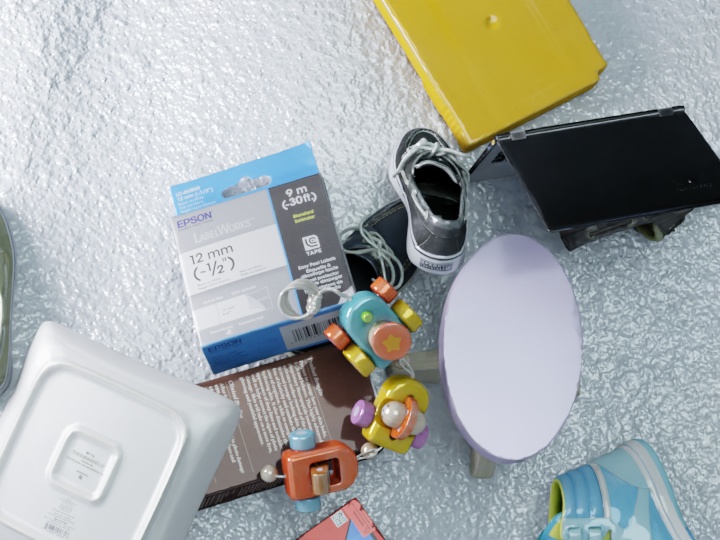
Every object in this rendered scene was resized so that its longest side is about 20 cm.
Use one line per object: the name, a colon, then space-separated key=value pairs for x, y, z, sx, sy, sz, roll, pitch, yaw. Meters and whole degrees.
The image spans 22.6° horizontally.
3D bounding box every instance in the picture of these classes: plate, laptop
plate: x=-0.228 y=0.166 z=1.518 sx=0.199 sy=0.032 sz=0.201 roll=23 pitch=84 yaw=13
laptop: x=0.216 y=-0.076 z=1.646 sx=0.186 sy=0.200 sz=0.117 roll=-9 pitch=77 yaw=-14

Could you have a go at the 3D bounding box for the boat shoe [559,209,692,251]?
boat shoe: x=0.276 y=-0.060 z=1.725 sx=0.200 sy=0.072 sz=0.066 roll=-10 pitch=90 yaw=-17

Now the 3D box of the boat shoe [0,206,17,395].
boat shoe: x=-0.332 y=0.013 z=1.578 sx=0.072 sy=0.062 sz=0.201 roll=-7 pitch=73 yaw=-13

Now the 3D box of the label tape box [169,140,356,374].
label tape box: x=-0.090 y=-0.024 z=1.601 sx=0.143 sy=0.066 sz=0.201 roll=-17 pitch=64 yaw=0

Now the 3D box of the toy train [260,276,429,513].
toy train: x=-0.008 y=0.107 z=1.516 sx=0.149 sy=0.056 sz=0.201 roll=-5 pitch=104 yaw=-18

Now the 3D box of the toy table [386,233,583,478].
toy table: x=0.124 y=0.081 z=1.620 sx=0.183 sy=0.117 sz=0.201 roll=17 pitch=71 yaw=-6

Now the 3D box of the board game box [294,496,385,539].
board game box: x=0.012 y=0.310 z=1.577 sx=0.103 sy=0.019 sz=0.200 roll=-33 pitch=82 yaw=-18

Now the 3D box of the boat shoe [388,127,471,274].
boat shoe: x=0.065 y=-0.083 z=1.640 sx=0.073 sy=0.068 sz=0.200 roll=7 pitch=37 yaw=-3

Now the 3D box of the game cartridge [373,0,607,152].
game cartridge: x=0.125 y=-0.237 z=1.770 sx=0.176 sy=0.032 sz=0.201 roll=-27 pitch=82 yaw=-18

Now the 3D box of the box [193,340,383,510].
box: x=-0.084 y=0.138 z=1.584 sx=0.199 sy=0.075 sz=0.101 roll=-15 pitch=76 yaw=-14

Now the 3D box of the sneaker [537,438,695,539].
sneaker: x=0.232 y=0.260 z=1.607 sx=0.130 sy=0.080 sz=0.201 roll=-15 pitch=67 yaw=-17

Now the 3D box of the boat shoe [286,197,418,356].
boat shoe: x=0.000 y=0.000 z=1.650 sx=0.200 sy=0.062 sz=0.075 roll=-42 pitch=83 yaw=-20
